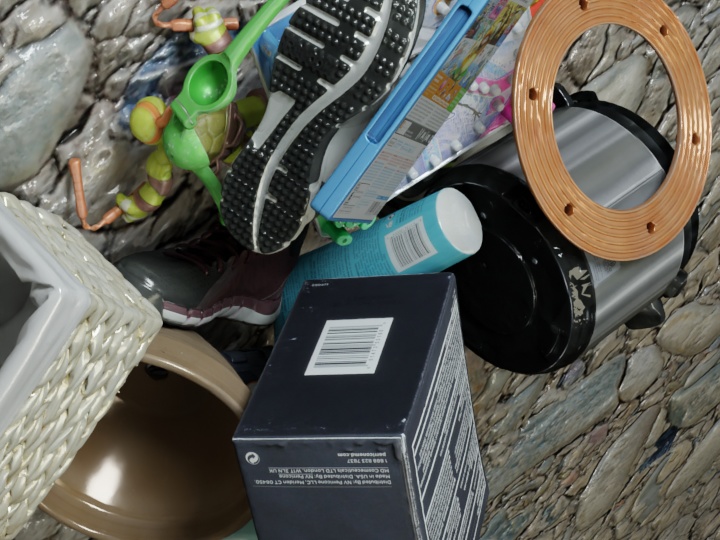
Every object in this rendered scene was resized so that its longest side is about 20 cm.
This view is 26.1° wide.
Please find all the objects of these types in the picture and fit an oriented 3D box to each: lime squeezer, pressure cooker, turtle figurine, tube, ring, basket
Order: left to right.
[{"bbox_3d":[-0.233,0.060,0.952,0.201,0.135,0.123,-54,152,10],"label":"basket"},{"bbox_3d":[-0.094,-0.103,1.020,0.161,0.064,0.201,-5,128,-51],"label":"turtle figurine"},{"bbox_3d":[-0.082,-0.098,0.948,0.070,0.038,0.201,1,132,-24],"label":"lime squeezer"},{"bbox_3d":[0.000,0.000,1.156,0.199,0.078,0.050,-26,146,37],"label":"tube"},{"bbox_3d":[0.163,-0.032,1.199,0.199,0.178,0.177,-33,144,-34],"label":"pressure cooker"},{"bbox_3d":[0.177,-0.108,1.096,0.199,0.019,0.203,1,88,-36],"label":"ring"}]

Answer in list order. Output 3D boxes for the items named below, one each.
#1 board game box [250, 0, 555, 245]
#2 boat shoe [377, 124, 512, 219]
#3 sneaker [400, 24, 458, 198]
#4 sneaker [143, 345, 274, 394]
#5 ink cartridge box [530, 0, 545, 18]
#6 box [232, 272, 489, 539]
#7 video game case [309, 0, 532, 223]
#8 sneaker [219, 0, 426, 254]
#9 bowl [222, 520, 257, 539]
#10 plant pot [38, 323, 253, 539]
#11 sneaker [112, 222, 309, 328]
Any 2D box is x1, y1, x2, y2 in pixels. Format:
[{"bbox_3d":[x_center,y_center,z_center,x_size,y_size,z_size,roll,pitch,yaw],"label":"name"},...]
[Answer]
[{"bbox_3d":[0.037,-0.131,1.048,0.199,0.026,0.201,-33,140,-11],"label":"board game box"},{"bbox_3d":[0.091,-0.098,1.286,0.199,0.067,0.057,-27,160,-26],"label":"boat shoe"},{"bbox_3d":[0.027,-0.133,1.135,0.075,0.076,0.201,-37,146,-15],"label":"sneaker"},{"bbox_3d":[-0.099,0.096,1.242,0.078,0.080,0.199,-16,149,34],"label":"sneaker"},{"bbox_3d":[0.123,-0.260,1.026,0.159,0.047,0.200,-34,124,10],"label":"ink cartridge box"},{"bbox_3d":[0.008,0.139,1.076,0.200,0.122,0.200,-67,149,-57],"label":"box"},{"bbox_3d":[0.046,-0.115,0.967,0.201,0.018,0.143,-54,172,7],"label":"video game case"},{"bbox_3d":[-0.020,-0.105,0.955,0.201,0.074,0.080,-56,170,28],"label":"sneaker"},{"bbox_3d":[-0.087,0.204,1.244,0.199,0.106,0.201,-2,148,-1],"label":"bowl"},{"bbox_3d":[-0.153,0.100,1.104,0.093,0.199,0.202,-77,179,-49],"label":"plant pot"},{"bbox_3d":[-0.100,-0.024,1.110,0.116,0.075,0.200,-61,159,11],"label":"sneaker"}]
